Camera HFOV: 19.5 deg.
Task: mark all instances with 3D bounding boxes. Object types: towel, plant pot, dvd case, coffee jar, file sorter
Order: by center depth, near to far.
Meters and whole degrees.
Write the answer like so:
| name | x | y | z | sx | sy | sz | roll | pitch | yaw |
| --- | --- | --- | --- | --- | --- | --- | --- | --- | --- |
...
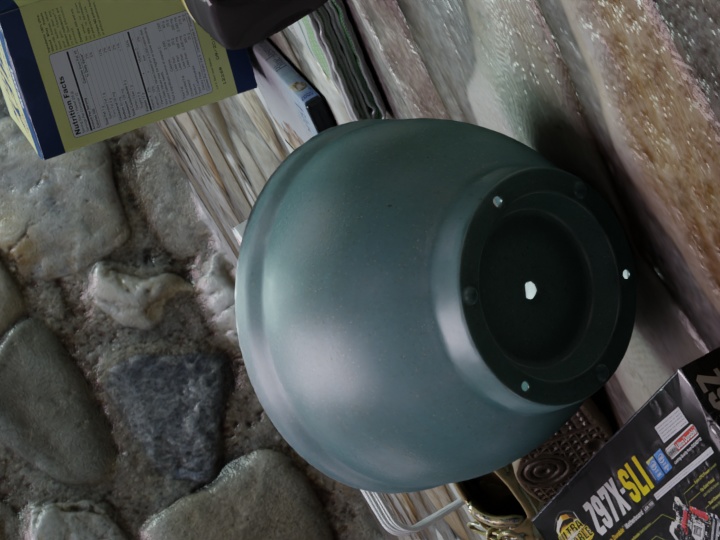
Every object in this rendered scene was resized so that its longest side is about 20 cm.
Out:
| name | x | y | z | sx | sy | sz | roll | pitch | yaw |
| --- | --- | --- | --- | --- | --- | --- | --- | --- | --- |
| plant pot | 0.055 | 0.014 | 1.070 | 0.134 | 0.200 | 0.201 | -7 | 117 | 53 |
| coffee jar | -0.095 | -0.231 | 1.340 | 0.200 | 0.104 | 0.085 | 55 | 171 | 36 |
| towel | -0.052 | -0.197 | 1.494 | 0.200 | 0.031 | 0.149 | 52 | 169 | 47 |
| dvd case | -0.051 | -0.130 | 1.821 | 0.200 | 0.018 | 0.143 | 49 | 168 | 54 |
| file sorter | 0.052 | 0.155 | 1.865 | 0.139 | 0.124 | 0.200 | 59 | 174 | 6 |

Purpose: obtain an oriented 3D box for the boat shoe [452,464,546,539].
| name | x | y | z | sx | sy | sz | roll | pitch | yaw |
| --- | --- | --- | --- | --- | --- | --- | --- | --- | --- |
| boat shoe | 0.093 | 0.153 | 1.522 | 0.073 | 0.063 | 0.200 | 2 | 132 | 37 |

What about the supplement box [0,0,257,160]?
| name | x | y | z | sx | sy | sz | roll | pitch | yaw |
| --- | --- | --- | --- | --- | --- | --- | --- | --- | --- |
| supplement box | -0.224 | -0.211 | 1.860 | 0.200 | 0.199 | 0.135 | -138 | 30 | -66 |

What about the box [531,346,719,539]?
| name | x | y | z | sx | sy | sz | roll | pitch | yaw |
| --- | --- | --- | --- | --- | --- | --- | --- | --- | --- |
| box | 0.173 | 0.143 | 0.999 | 0.160 | 0.049 | 0.200 | 58 | 153 | 16 |

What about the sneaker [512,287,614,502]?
| name | x | y | z | sx | sy | sz | roll | pitch | yaw |
| --- | --- | --- | --- | --- | --- | --- | --- | --- | --- |
| sneaker | 0.120 | 0.074 | 1.354 | 0.200 | 0.070 | 0.076 | 68 | -168 | -51 |

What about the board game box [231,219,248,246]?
| name | x | y | z | sx | sy | sz | roll | pitch | yaw |
| --- | --- | --- | --- | --- | --- | --- | --- | --- | --- |
| board game box | 0.000 | 0.000 | 1.561 | 0.200 | 0.126 | 0.035 | 53 | 170 | 46 |
